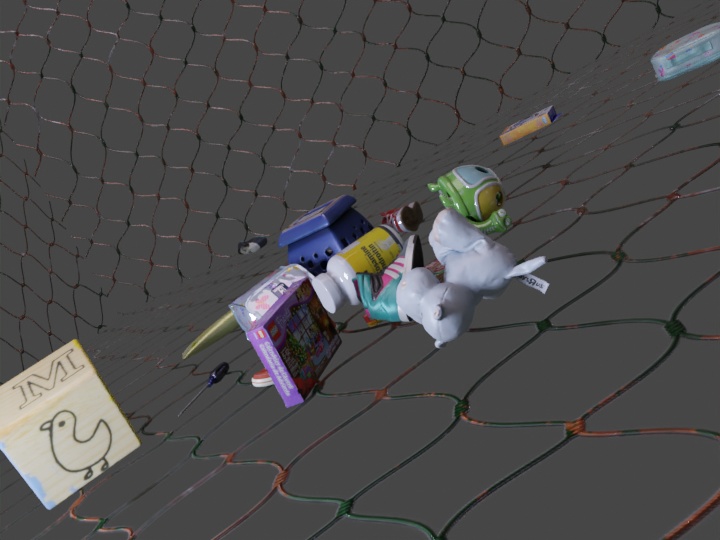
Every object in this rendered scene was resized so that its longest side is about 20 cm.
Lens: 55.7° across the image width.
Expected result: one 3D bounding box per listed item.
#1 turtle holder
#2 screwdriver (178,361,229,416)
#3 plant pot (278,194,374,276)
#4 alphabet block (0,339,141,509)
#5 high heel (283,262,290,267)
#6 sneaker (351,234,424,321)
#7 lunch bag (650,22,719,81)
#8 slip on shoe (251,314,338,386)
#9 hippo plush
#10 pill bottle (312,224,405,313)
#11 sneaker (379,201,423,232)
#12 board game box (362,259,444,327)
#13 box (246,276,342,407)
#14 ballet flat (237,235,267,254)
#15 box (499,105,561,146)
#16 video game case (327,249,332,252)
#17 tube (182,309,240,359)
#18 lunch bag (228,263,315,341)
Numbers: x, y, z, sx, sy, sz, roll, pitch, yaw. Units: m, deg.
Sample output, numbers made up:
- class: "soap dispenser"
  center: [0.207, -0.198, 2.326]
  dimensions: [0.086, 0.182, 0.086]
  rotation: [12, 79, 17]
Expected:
- class: "turtle holder"
  center: [0.230, -0.144, 1.393]
  dimensions: [0.129, 0.144, 0.186]
  rotation: [-27, 11, 0]
- class: "screwdriver"
  center: [-0.316, 0.245, 1.389]
  dimensions: [0.027, 0.030, 0.201]
  rotation: [-23, 17, 23]
- class: "plant pot"
  center: [-0.079, -0.066, 1.711]
  dimensions: [0.197, 0.183, 0.200]
  rotation: [-21, 15, 32]
- class: "alphabet block"
  center: [-0.568, 0.286, 1.304]
  dimensions: [0.198, 0.199, 0.195]
  rotation: [-35, 32, -22]
- class: "high heel"
  center: [-0.198, 0.036, 1.814]
  dimensions: [0.095, 0.068, 0.201]
  rotation: [-30, 15, 50]
- class: "sneaker"
  center: [0.046, 0.015, 1.209]
  dimensions: [0.117, 0.085, 0.202]
  rotation: [-5, 37, 19]
- class: "lunch bag"
  center: [0.862, -0.567, 1.783]
  dimensions: [0.197, 0.078, 0.161]
  rotation: [-21, 16, 35]
- class: "slip on shoe"
  center: [-0.125, 0.143, 1.252]
  dimensions: [0.199, 0.062, 0.073]
  rotation: [-38, 16, -29]
- class: "hippo plush"
  center: [0.142, 0.034, 0.972]
  dimensions: [0.198, 0.160, 0.162]
  rotation: [33, 75, 30]
- class: "pill bottle"
  center: [0.000, 0.000, 1.416]
  dimensions: [0.198, 0.114, 0.111]
  rotation: [-35, 13, -22]
- class: "sneaker"
  center: [0.096, -0.127, 1.809]
  dimensions: [0.110, 0.073, 0.200]
  rotation: [-20, 7, 20]
- class: "board game box"
  center: [0.090, 0.037, 1.264]
  dimensions: [0.197, 0.030, 0.096]
  rotation: [-33, 12, -3]
- class: "box"
  center: [-0.104, 0.113, 1.138]
  dimensions: [0.038, 0.139, 0.200]
  rotation: [-22, 14, 24]
- class: "ballet flat"
  center: [-0.520, -0.112, 3.257]
  dimensions: [0.197, 0.075, 0.073]
  rotation: [-10, 21, 41]
- class: "box"
  center: [0.561, -0.481, 2.240]
  dimensions: [0.197, 0.042, 0.119]
  rotation: [-25, 12, 33]
- class: "video game case"
  center: [-0.137, -0.007, 1.996]
  dimensions: [0.181, 0.023, 0.199]
  rotation: [-36, 12, -25]
- class: "tube"
  center: [-0.394, 0.170, 1.821]
  dimensions: [0.198, 0.052, 0.058]
  rotation: [-37, -28, -9]
- class: "lunch bag"
  center: [-0.178, 0.074, 1.514]
  dimensions: [0.168, 0.129, 0.198]
  rotation: [-36, 20, -23]
